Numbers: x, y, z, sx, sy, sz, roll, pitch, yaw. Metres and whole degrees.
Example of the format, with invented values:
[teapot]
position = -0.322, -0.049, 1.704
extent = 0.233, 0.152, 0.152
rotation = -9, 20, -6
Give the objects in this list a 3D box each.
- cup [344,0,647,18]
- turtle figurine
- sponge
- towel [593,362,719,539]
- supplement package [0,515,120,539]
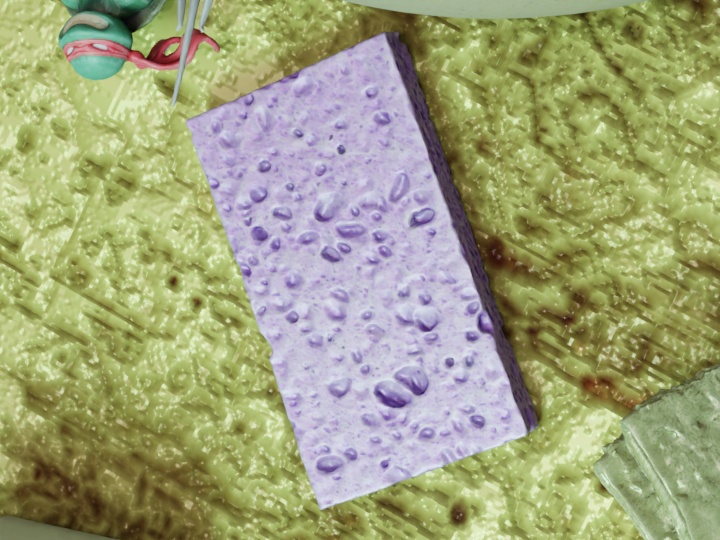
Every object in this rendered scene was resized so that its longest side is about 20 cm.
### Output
[cup]
position = 0.083, -0.190, 1.123
extent = 0.143, 0.200, 0.201
rotation = 19, 100, -9
[turtle figurine]
position = -0.127, -0.166, 1.228
extent = 0.149, 0.101, 0.201
rotation = -1, 78, 4
[sponge]
position = 0.000, 0.000, 1.231
extent = 0.111, 0.030, 0.201
rotation = -21, 87, 19
[towel]
position = 0.215, 0.087, 1.123
extent = 0.200, 0.036, 0.149
rotation = -29, 80, -8
[supplement package]
position = -0.155, 0.232, 1.250
extent = 0.121, 0.120, 0.201
rotation = 10, 96, 19
